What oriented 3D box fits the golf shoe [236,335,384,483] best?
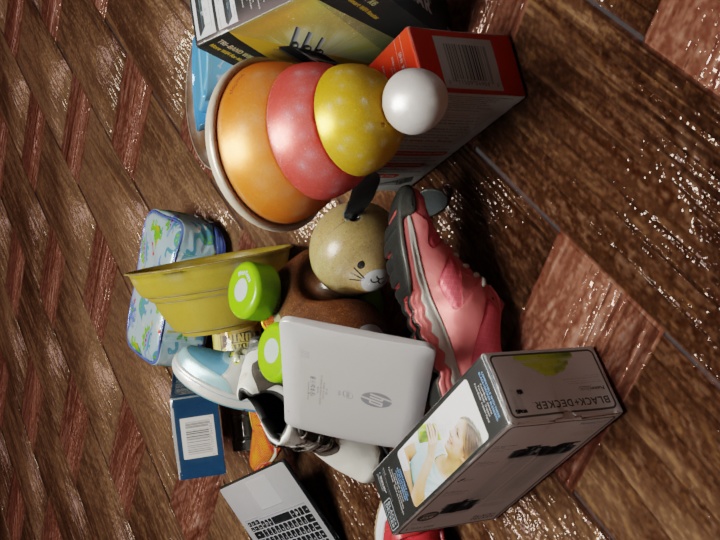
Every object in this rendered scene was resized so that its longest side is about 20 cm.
[{"bbox_3d":[-0.055,0.158,1.061,0.077,0.095,0.200,-28,111,38],"label":"golf shoe"}]

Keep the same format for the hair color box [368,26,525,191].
[{"bbox_3d":[0.041,-0.137,0.945,0.200,0.109,0.065,-36,63,53],"label":"hair color box"}]

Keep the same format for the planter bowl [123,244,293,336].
[{"bbox_3d":[-0.167,0.027,1.221,0.199,0.198,0.085,-3,98,58],"label":"planter bowl"}]

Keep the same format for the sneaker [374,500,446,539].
[{"bbox_3d":[0.066,0.294,0.973,0.112,0.070,0.204,27,122,59],"label":"sneaker"}]

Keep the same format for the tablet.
[{"bbox_3d":[-0.006,0.103,0.916,0.201,0.128,0.014,94,-172,-58],"label":"tablet"}]

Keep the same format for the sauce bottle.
[{"bbox_3d":[-0.148,0.120,1.316,0.066,0.065,0.204,-18,79,57],"label":"sauce bottle"}]

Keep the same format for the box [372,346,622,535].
[{"bbox_3d":[0.105,0.140,0.859,0.201,0.115,0.061,-55,46,46],"label":"box"}]

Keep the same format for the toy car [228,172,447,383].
[{"bbox_3d":[0.000,0.000,0.994,0.201,0.162,0.159,-56,46,26],"label":"toy car"}]

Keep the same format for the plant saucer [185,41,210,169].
[{"bbox_3d":[-0.173,-0.230,1.358,0.199,0.032,0.204,9,100,58],"label":"plant saucer"}]

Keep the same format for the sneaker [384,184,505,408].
[{"bbox_3d":[0.078,0.022,0.920,0.074,0.085,0.204,142,114,-76],"label":"sneaker"}]

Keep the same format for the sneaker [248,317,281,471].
[{"bbox_3d":[-0.107,0.137,1.224,0.073,0.076,0.204,-99,20,-74],"label":"sneaker"}]

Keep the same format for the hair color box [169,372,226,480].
[{"bbox_3d":[-0.206,0.188,1.341,0.200,0.059,0.102,-156,60,-81],"label":"hair color box"}]

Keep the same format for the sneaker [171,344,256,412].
[{"bbox_3d":[-0.094,0.084,1.133,0.080,0.197,0.132,-95,23,-70],"label":"sneaker"}]

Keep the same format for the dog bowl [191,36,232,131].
[{"bbox_3d":[-0.163,-0.234,1.220,0.200,0.049,0.114,134,131,-71],"label":"dog bowl"}]

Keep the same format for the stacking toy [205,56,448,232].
[{"bbox_3d":[-0.014,-0.115,0.841,0.198,0.145,0.149,-8,86,42],"label":"stacking toy"}]

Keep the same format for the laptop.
[{"bbox_3d":[-0.107,0.345,1.206,0.201,0.115,0.187,55,143,-1],"label":"laptop"}]

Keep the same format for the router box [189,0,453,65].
[{"bbox_3d":[-0.027,-0.215,0.920,0.155,0.199,0.053,-18,75,27],"label":"router box"}]

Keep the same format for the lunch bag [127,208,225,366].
[{"bbox_3d":[-0.255,0.021,1.441,0.160,0.081,0.204,19,98,57],"label":"lunch bag"}]
